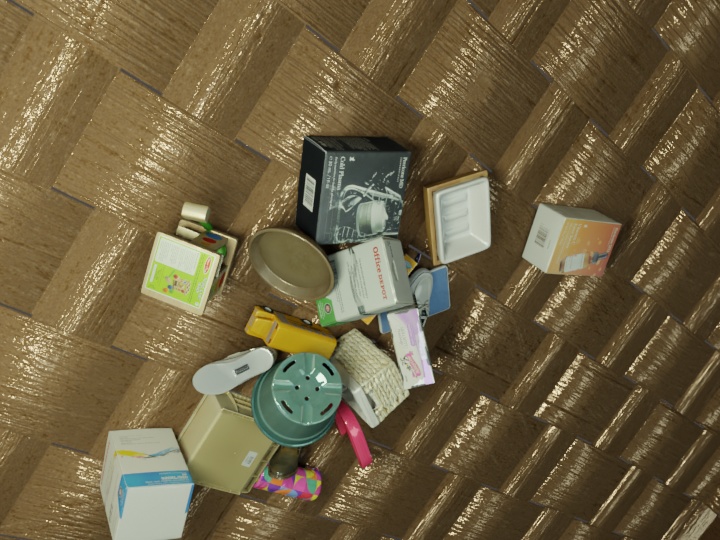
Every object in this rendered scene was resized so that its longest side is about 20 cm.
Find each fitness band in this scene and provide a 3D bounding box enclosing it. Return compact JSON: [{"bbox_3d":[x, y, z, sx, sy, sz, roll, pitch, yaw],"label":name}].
[{"bbox_3d":[-0.022,0.397,1.791,0.037,0.144,0.201,-27,124,-14],"label":"fitness band"}]

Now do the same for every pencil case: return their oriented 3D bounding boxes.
[{"bbox_3d":[-0.188,0.514,1.804,0.199,0.088,0.089,27,100,-38],"label":"pencil case"}]

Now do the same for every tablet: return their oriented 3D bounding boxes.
[{"bbox_3d":[0.131,0.071,1.786,0.199,0.014,0.131,-19,122,-17],"label":"tablet"}]

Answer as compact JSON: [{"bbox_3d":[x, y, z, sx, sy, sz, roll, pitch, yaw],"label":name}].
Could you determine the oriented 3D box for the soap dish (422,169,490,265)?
[{"bbox_3d":[0.223,-0.127,1.693,0.156,0.081,0.201,-19,122,-18],"label":"soap dish"}]

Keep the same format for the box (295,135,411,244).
[{"bbox_3d":[-0.019,-0.170,1.522,0.195,0.124,0.202,-5,117,-27],"label":"box"}]

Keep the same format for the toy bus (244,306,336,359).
[{"bbox_3d":[-0.157,0.144,1.633,0.199,0.078,0.065,21,104,-34],"label":"toy bus"}]

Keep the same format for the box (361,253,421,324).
[{"bbox_3d":[0.064,0.030,1.663,0.041,0.119,0.200,37,90,-3],"label":"box"}]

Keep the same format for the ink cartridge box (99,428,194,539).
[{"bbox_3d":[-0.462,0.455,1.558,0.144,0.200,0.148,5,112,-31],"label":"ink cartridge box"}]

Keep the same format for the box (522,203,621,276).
[{"bbox_3d":[0.542,-0.077,1.868,0.199,0.106,0.153,3,113,-28],"label":"box"}]

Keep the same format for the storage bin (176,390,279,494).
[{"bbox_3d":[-0.301,0.395,1.678,0.198,0.094,0.201,27,100,-35],"label":"storage bin"}]

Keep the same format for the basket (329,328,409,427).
[{"bbox_3d":[0.004,0.244,1.700,0.123,0.200,0.136,-36,126,-14],"label":"basket"}]

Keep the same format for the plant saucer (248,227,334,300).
[{"bbox_3d":[-0.141,-0.017,1.518,0.030,0.199,0.201,-60,137,-39],"label":"plant saucer"}]

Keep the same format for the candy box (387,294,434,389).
[{"bbox_3d":[0.110,0.155,1.627,0.071,0.200,0.169,-12,96,4],"label":"candy box"}]

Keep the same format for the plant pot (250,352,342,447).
[{"bbox_3d":[-0.129,0.268,1.562,0.198,0.196,0.202,4,70,-12],"label":"plant pot"}]

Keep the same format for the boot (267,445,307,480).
[{"bbox_3d":[-0.169,0.413,1.718,0.074,0.200,0.098,11,103,8],"label":"boot"}]

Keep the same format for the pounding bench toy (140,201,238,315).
[{"bbox_3d":[-0.313,-0.046,1.401,0.123,0.156,0.201,20,107,0],"label":"pounding bench toy"}]

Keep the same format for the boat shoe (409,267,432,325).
[{"bbox_3d":[0.140,0.095,1.755,0.073,0.065,0.201,0,115,-27],"label":"boat shoe"}]

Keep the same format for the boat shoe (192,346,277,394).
[{"bbox_3d":[-0.274,0.216,1.612,0.199,0.070,0.071,-25,91,10],"label":"boat shoe"}]

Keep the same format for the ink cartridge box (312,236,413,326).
[{"bbox_3d":[0.001,0.026,1.552,0.083,0.199,0.148,3,73,-57],"label":"ink cartridge box"}]
